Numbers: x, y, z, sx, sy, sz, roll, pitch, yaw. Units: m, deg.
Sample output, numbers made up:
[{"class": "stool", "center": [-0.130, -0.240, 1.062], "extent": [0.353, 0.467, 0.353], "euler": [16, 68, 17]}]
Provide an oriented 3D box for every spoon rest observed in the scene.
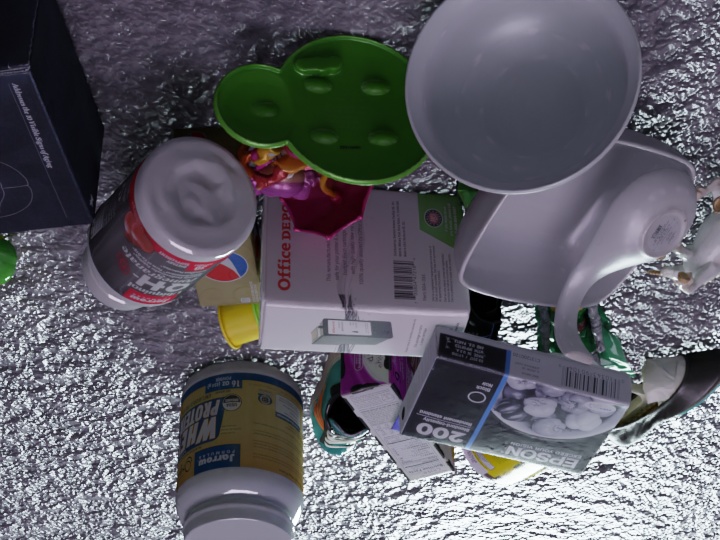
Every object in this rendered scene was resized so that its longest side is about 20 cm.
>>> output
[{"class": "spoon rest", "center": [0.242, -0.011, 1.453], "extent": [0.099, 0.061, 0.201], "euler": [20, 109, -40]}]

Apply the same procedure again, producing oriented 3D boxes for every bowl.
[{"class": "bowl", "center": [0.143, -0.149, 1.314], "extent": [0.199, 0.203, 0.090], "euler": [-11, 163, 12]}, {"class": "bowl", "center": [0.192, -0.063, 1.461], "extent": [0.198, 0.075, 0.201], "euler": [10, 126, -32]}]

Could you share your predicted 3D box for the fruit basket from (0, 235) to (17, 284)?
[{"class": "fruit basket", "center": [-0.447, -0.003, 1.508], "extent": [0.213, 0.156, 0.217], "euler": [12, 139, 10]}]

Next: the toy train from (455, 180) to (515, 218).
[{"class": "toy train", "center": [0.144, -0.038, 1.561], "extent": [0.056, 0.042, 0.200], "euler": [-5, 144, 20]}]

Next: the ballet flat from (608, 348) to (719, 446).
[{"class": "ballet flat", "center": [0.338, 0.144, 1.784], "extent": [0.068, 0.068, 0.200], "euler": [25, 135, -19]}]

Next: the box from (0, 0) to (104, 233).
[{"class": "box", "center": [-0.344, -0.136, 1.341], "extent": [0.194, 0.125, 0.201], "euler": [-4, 142, 6]}]

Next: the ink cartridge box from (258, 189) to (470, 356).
[{"class": "ink cartridge box", "center": [0.000, 0.000, 1.514], "extent": [0.198, 0.147, 0.084], "euler": [3, 144, -6]}]

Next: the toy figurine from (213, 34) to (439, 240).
[{"class": "toy figurine", "center": [-0.048, -0.098, 1.397], "extent": [0.198, 0.151, 0.184], "euler": [-1, 153, -16]}]

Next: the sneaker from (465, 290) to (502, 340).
[{"class": "sneaker", "center": [0.123, 0.063, 1.664], "extent": [0.077, 0.071, 0.200], "euler": [-11, 142, 20]}]

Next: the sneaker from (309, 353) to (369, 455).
[{"class": "sneaker", "center": [-0.021, 0.169, 1.785], "extent": [0.071, 0.081, 0.201], "euler": [2, 143, -5]}]

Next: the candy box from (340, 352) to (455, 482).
[{"class": "candy box", "center": [0.042, 0.122, 1.682], "extent": [0.060, 0.137, 0.200], "euler": [-14, 142, 17]}]

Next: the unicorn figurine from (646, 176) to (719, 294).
[{"class": "unicorn figurine", "center": [0.342, -0.030, 1.531], "extent": [0.137, 0.074, 0.200], "euler": [-5, 145, -53]}]

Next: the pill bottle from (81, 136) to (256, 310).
[{"class": "pill bottle", "center": [-0.180, -0.033, 1.385], "extent": [0.110, 0.112, 0.200], "euler": [17, 154, -23]}]

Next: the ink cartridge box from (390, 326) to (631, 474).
[{"class": "ink cartridge box", "center": [0.143, 0.146, 1.538], "extent": [0.196, 0.044, 0.201], "euler": [13, 143, -5]}]

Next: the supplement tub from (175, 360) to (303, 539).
[{"class": "supplement tub", "center": [-0.135, 0.220, 1.749], "extent": [0.143, 0.201, 0.145], "euler": [-1, 143, -1]}]

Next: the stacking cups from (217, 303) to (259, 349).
[{"class": "stacking cups", "center": [-0.049, 0.033, 1.624], "extent": [0.198, 0.061, 0.061], "euler": [-14, 141, 15]}]

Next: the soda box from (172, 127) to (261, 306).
[{"class": "soda box", "center": [-0.137, -0.050, 1.511], "extent": [0.067, 0.064, 0.201], "euler": [-3, 143, 2]}]

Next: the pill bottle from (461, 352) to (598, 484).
[{"class": "pill bottle", "center": [0.191, 0.157, 1.680], "extent": [0.108, 0.110, 0.200], "euler": [11, 155, -17]}]

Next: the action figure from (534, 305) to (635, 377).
[{"class": "action figure", "center": [0.232, 0.070, 1.696], "extent": [0.117, 0.055, 0.201], "euler": [-7, 138, 12]}]
